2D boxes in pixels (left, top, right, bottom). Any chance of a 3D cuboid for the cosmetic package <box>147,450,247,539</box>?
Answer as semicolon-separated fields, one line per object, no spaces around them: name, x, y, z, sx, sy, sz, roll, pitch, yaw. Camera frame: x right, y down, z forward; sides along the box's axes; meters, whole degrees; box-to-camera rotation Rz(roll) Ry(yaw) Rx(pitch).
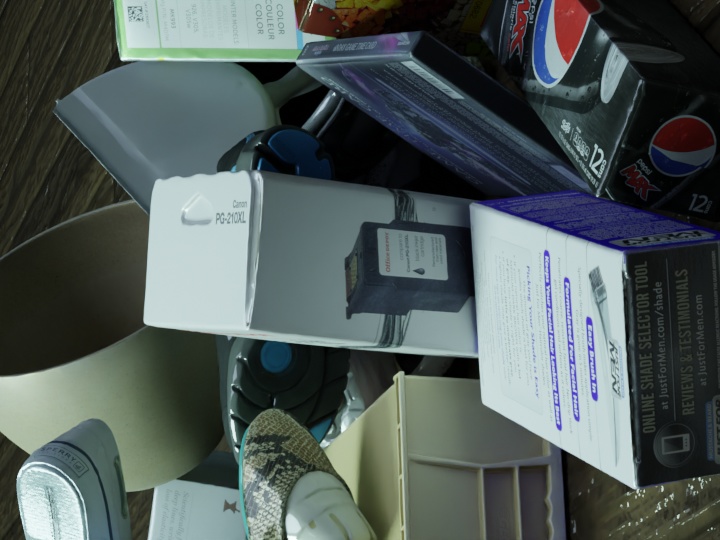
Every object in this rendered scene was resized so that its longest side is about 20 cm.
cosmetic package;-0.098;0.183;1.670;0.200;0.074;0.102;7;-89;-84

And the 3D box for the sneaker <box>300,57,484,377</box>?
sneaker;0.011;-0.036;1.455;0.075;0.113;0.201;179;97;-72

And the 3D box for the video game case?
video game case;0.053;-0.081;1.310;0.019;0.143;0.200;-58;17;-6

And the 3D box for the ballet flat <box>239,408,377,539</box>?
ballet flat;-0.022;0.173;1.298;0.075;0.068;0.201;-7;83;49

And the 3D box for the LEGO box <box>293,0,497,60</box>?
LEGO box;0.032;-0.219;1.394;0.077;0.148;0.201;115;153;-43

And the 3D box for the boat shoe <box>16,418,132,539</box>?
boat shoe;-0.160;0.182;1.458;0.067;0.073;0.201;-43;-35;-49

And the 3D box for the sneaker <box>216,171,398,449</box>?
sneaker;-0.030;0.017;1.493;0.078;0.099;0.201;-26;79;31

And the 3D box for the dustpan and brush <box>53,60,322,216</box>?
dustpan and brush;-0.080;-0.101;1.570;0.140;0.200;0.057;46;159;18

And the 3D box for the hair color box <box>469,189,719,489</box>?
hair color box;0.116;0.028;1.173;0.200;0.064;0.110;-151;56;-72

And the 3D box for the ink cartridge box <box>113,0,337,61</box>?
ink cartridge box;-0.047;-0.174;1.544;0.104;0.199;0.060;-56;-37;-63

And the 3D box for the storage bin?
storage bin;0.035;0.178;1.353;0.200;0.093;0.200;134;138;-61

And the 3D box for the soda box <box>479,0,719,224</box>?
soda box;0.124;-0.100;1.201;0.200;0.070;0.064;-118;43;-59

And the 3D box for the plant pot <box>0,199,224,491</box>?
plant pot;-0.153;0.062;1.571;0.200;0.199;0.135;-125;11;-63

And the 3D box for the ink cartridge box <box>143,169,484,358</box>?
ink cartridge box;0.000;0.000;1.313;0.145;0.199;0.085;-1;83;63

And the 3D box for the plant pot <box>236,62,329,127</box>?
plant pot;-0.076;-0.088;1.711;0.200;0.141;0.142;115;155;-55

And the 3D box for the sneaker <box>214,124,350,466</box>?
sneaker;-0.052;0.018;1.414;0.082;0.073;0.201;-1;85;63
